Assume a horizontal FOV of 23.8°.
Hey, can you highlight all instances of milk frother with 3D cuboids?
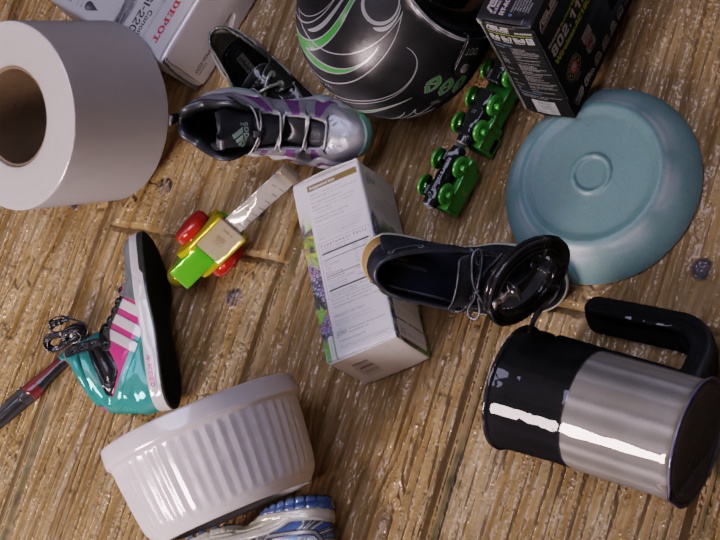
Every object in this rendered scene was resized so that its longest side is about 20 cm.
[{"bbox_3d":[0.208,0.084,1.484,0.187,0.200,0.181,14,76,31],"label":"milk frother"}]

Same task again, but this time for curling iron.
[{"bbox_3d":[-0.369,0.126,1.878,0.050,0.026,0.200,41,99,-4],"label":"curling iron"}]

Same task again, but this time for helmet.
[{"bbox_3d":[0.030,-0.250,1.707,0.190,0.199,0.201,-36,55,45],"label":"helmet"}]

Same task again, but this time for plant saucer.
[{"bbox_3d":[0.225,-0.087,1.632,0.199,0.036,0.201,-10,67,25],"label":"plant saucer"}]

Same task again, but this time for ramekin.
[{"bbox_3d":[-0.139,0.185,1.638,0.199,0.200,0.106,-26,81,18],"label":"ramekin"}]

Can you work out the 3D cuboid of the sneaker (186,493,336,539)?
[{"bbox_3d":[-0.109,0.287,1.656,0.199,0.077,0.086,-26,66,19],"label":"sneaker"}]

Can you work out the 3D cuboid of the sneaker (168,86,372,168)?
[{"bbox_3d":[-0.098,-0.137,1.720,0.199,0.140,0.078,6,103,22],"label":"sneaker"}]

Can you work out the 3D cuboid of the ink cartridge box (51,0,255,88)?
[{"bbox_3d":[-0.231,-0.314,1.932,0.199,0.085,0.146,31,89,31],"label":"ink cartridge box"}]

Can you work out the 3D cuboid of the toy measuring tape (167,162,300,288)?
[{"bbox_3d":[-0.133,-0.052,1.781,0.200,0.073,0.074,-42,57,25],"label":"toy measuring tape"}]

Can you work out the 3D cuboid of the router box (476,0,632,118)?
[{"bbox_3d":[0.197,-0.269,1.624,0.062,0.150,0.201,15,69,32],"label":"router box"}]

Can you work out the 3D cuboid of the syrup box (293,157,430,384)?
[{"bbox_3d":[0.000,0.000,1.696,0.081,0.079,0.201,-23,63,20],"label":"syrup box"}]

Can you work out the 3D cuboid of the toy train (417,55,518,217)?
[{"bbox_3d":[0.121,-0.145,1.697,0.042,0.056,0.201,27,87,37],"label":"toy train"}]

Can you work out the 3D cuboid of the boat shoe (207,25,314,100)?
[{"bbox_3d":[-0.100,-0.189,1.826,0.071,0.064,0.200,-47,58,6],"label":"boat shoe"}]

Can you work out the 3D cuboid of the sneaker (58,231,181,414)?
[{"bbox_3d":[-0.261,0.064,1.816,0.120,0.084,0.201,-14,67,13],"label":"sneaker"}]

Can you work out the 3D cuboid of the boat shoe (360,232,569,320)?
[{"bbox_3d":[0.098,0.008,1.605,0.199,0.062,0.075,10,108,-5],"label":"boat shoe"}]

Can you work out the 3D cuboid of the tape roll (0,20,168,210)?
[{"bbox_3d":[-0.325,-0.170,1.856,0.202,0.139,0.204,7,100,39],"label":"tape roll"}]
